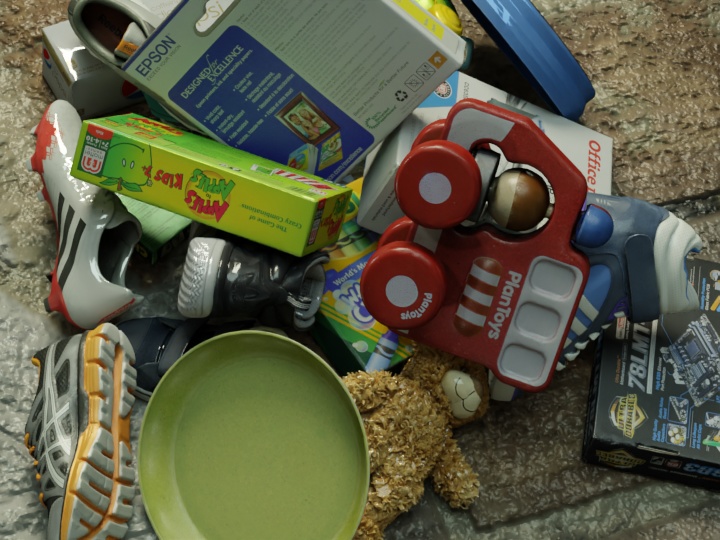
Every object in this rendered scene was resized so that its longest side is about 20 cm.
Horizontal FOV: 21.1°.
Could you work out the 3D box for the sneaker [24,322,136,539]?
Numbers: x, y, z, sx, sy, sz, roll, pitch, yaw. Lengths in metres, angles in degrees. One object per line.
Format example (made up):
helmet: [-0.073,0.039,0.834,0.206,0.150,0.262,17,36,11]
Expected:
sneaker: [-0.221,0.140,1.488,0.077,0.078,0.201,-8,60,20]

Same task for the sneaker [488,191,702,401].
sneaker: [0.197,0.035,1.558,0.146,0.201,0.081,16,24,-7]

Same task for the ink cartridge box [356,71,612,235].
ink cartridge box: [0.108,-0.076,1.629,0.199,0.086,0.147,21,46,-13]

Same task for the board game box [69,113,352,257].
board game box: [-0.117,-0.070,1.528,0.199,0.048,0.102,20,12,13]

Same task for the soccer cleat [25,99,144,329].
soccer cleat: [-0.220,-0.050,1.581,0.085,0.069,0.201,-16,68,23]

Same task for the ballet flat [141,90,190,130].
ballet flat: [-0.088,-0.162,1.675,0.199,0.072,0.072,-9,55,13]

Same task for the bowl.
bowl: [0.136,-0.216,1.702,0.039,0.201,0.201,-39,66,5]

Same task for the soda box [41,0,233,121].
soda box: [-0.180,-0.202,1.719,0.199,0.064,0.068,-22,62,-21]

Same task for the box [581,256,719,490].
box: [0.293,0.085,1.613,0.198,0.050,0.201,11,56,0]

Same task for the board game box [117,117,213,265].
board game box: [-0.145,-0.096,1.679,0.105,0.023,0.200,41,60,16]

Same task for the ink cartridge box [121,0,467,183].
ink cartridge box: [-0.054,-0.171,1.543,0.200,0.198,0.047,39,33,-16]

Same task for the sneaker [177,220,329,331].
sneaker: [-0.086,0.002,1.551,0.113,0.076,0.200,12,13,-6]

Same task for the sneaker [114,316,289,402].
sneaker: [-0.112,0.073,1.540,0.199,0.080,0.079,17,57,4]

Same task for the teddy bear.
teddy bear: [0.032,0.133,1.510,0.200,0.067,0.145,-26,87,-24]

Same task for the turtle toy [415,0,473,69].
turtle toy: [0.029,-0.221,1.732,0.101,0.146,0.201,16,44,-49]

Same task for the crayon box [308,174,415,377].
crayon box: [0.000,0.000,1.621,0.125,0.052,0.200,-27,64,-24]

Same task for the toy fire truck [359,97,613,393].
toy fire truck: [0.100,-0.022,1.480,0.167,0.201,0.112,20,17,3]

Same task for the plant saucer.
plant saucer: [-0.077,0.146,1.462,0.200,0.200,0.031,45,18,20]

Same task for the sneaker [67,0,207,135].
sneaker: [-0.163,-0.170,1.616,0.200,0.079,0.074,31,98,1]
